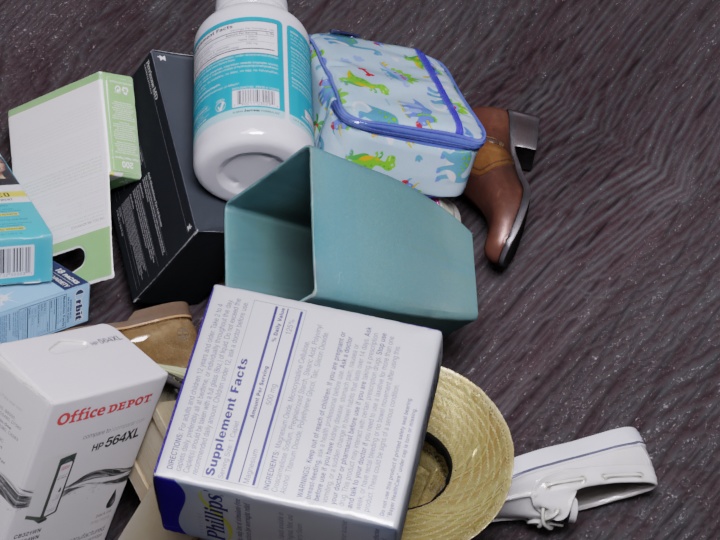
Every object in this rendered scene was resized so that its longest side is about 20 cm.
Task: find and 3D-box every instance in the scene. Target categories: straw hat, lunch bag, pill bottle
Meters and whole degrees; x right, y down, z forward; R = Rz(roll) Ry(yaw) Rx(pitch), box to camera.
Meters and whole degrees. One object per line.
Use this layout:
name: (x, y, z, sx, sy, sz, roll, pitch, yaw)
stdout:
straw hat: (0.030, 0.178, 1.535, 0.201, 0.085, 0.201, 1, 57, -1)
lunch bag: (0.026, -0.149, 1.673, 0.161, 0.083, 0.200, 10, 29, -18)
pill bottle: (-0.099, -0.169, 1.626, 0.111, 0.111, 0.200, 0, 57, -3)

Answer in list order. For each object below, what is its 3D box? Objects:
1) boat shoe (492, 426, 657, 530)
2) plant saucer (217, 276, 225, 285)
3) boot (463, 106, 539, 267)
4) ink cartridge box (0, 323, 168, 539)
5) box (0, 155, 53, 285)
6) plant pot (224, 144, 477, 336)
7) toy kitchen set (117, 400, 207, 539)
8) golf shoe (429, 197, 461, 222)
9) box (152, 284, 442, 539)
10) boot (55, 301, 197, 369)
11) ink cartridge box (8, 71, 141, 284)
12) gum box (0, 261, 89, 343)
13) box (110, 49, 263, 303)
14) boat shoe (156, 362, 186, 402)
boat shoe: (0.177, 0.204, 1.616, 0.200, 0.072, 0.066, -14, 60, -19)
plant saucer: (-0.039, 0.022, 1.714, 0.200, 0.029, 0.200, 1, 64, -3)
boot: (0.071, -0.097, 1.757, 0.200, 0.069, 0.189, 8, 64, 2)
ink cartridge box: (-0.266, 0.158, 1.503, 0.084, 0.200, 0.146, 36, 27, 26)
box: (-0.353, -0.050, 1.653, 0.082, 0.049, 0.200, -6, 28, -25)
plant pot: (0.000, 0.000, 1.580, 0.200, 0.141, 0.142, 14, 61, -33)
toy kitchen set: (-0.108, 0.239, 1.578, 0.180, 0.163, 0.200, -4, 50, -40)
golf shoe: (-0.004, -0.066, 1.684, 0.200, 0.092, 0.075, 6, 78, 9)
box: (-0.049, 0.131, 1.449, 0.200, 0.105, 0.184, 12, 58, 5)
boot: (-0.246, 0.092, 1.650, 0.200, 0.074, 0.076, -16, 76, -13)
ink cartridge box: (-0.274, -0.076, 1.695, 0.048, 0.145, 0.200, 6, 74, -49)
gum box: (-0.377, 0.023, 1.606, 0.170, 0.045, 0.200, 27, 32, 36)
box: (-0.177, -0.088, 1.690, 0.079, 0.141, 0.200, 1, 61, -33)
boat shoe: (-0.209, 0.112, 1.603, 0.200, 0.065, 0.073, 7, 101, -19)
